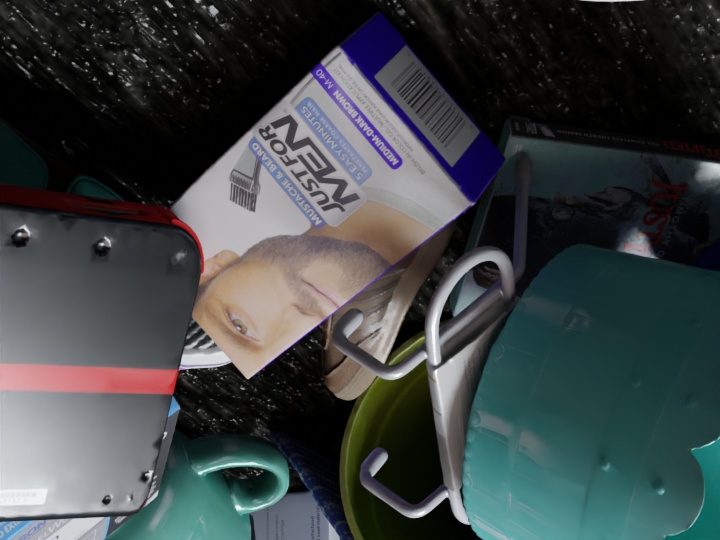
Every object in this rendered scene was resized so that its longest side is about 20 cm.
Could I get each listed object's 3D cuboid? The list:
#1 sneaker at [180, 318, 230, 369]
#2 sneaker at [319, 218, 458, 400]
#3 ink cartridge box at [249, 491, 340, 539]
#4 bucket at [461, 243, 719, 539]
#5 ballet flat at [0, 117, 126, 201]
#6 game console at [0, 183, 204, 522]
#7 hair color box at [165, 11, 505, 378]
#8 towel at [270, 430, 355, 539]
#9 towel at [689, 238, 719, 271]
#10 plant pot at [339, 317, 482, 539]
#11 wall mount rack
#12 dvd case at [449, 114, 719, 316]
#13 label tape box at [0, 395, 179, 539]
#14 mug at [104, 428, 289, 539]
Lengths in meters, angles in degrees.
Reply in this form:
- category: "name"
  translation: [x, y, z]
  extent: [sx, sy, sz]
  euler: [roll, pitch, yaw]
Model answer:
- category: "sneaker"
  translation: [-0.171, 0.042, 0.912]
  extent: [0.197, 0.073, 0.115]
  euler: [11, 142, 0]
- category: "sneaker"
  translation: [0.000, 0.000, 0.885]
  extent: [0.075, 0.071, 0.201]
  euler: [22, 132, -5]
- category: "ink cartridge box"
  translation: [-0.114, 0.262, 1.178]
  extent: [0.197, 0.084, 0.146]
  euler: [-6, 142, 3]
- category: "bucket"
  translation: [0.156, 0.089, 0.761]
  extent: [0.134, 0.208, 0.208]
  euler: [20, 153, 31]
- category: "ballet flat"
  translation: [-0.196, -0.035, 0.823]
  extent: [0.072, 0.069, 0.199]
  euler: [-8, 146, 40]
- category: "game console"
  translation: [-0.178, 0.046, 0.735]
  extent: [0.198, 0.031, 0.179]
  euler: [6, 103, -43]
- category: "hair color box"
  translation: [-0.028, -0.037, 0.788]
  extent: [0.109, 0.065, 0.200]
  euler: [48, 128, -5]
- category: "towel"
  translation: [0.017, 0.201, 1.032]
  extent: [0.144, 0.200, 0.024]
  euler: [35, 97, -36]
- category: "towel"
  translation: [0.296, -0.003, 0.859]
  extent: [0.199, 0.050, 0.147]
  euler: [-37, 132, 14]
- category: "plant pot"
  translation: [0.111, 0.159, 0.997]
  extent: [0.198, 0.203, 0.193]
  euler: [-16, 152, 16]
- category: "wall mount rack"
  translation: [0.066, 0.039, 0.790]
  extent: [0.173, 0.074, 0.202]
  euler: [-37, 138, -27]
- category: "dvd case"
  translation: [0.167, -0.020, 0.872]
  extent: [0.197, 0.022, 0.147]
  euler: [6, 130, -12]
- category: "label tape box"
  translation: [-0.182, 0.115, 0.828]
  extent: [0.144, 0.063, 0.201]
  euler: [-37, 164, -31]
- category: "mug"
  translation: [-0.161, 0.173, 1.026]
  extent: [0.151, 0.186, 0.115]
  euler: [21, 155, 39]
